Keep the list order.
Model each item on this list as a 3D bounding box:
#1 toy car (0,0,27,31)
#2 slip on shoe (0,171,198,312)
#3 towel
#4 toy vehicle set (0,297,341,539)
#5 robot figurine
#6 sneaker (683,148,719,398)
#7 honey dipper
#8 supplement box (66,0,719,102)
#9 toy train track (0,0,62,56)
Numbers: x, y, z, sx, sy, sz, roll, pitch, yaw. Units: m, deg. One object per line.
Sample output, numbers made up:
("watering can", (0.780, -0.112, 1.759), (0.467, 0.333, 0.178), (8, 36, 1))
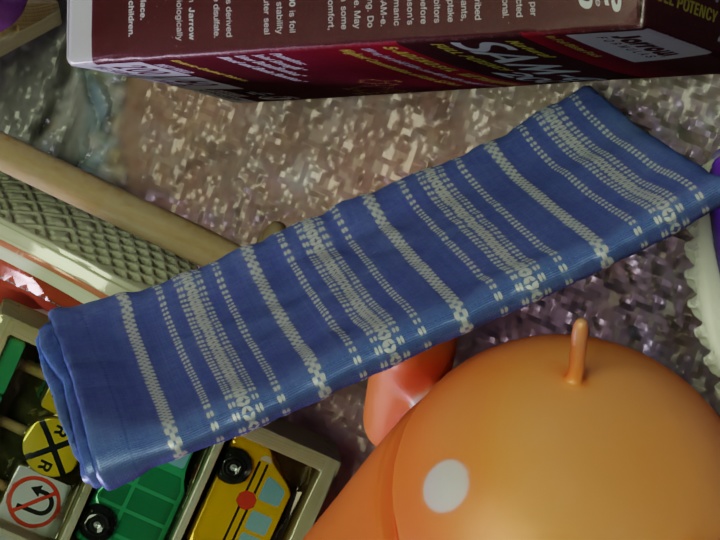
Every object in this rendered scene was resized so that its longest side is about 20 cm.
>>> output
("toy car", (-0.164, -0.142, 0.931), (0.199, 0.175, 0.151), (-21, 98, 15))
("slip on shoe", (-0.138, -0.008, 0.996), (0.199, 0.074, 0.062), (16, 108, 31))
("towel", (0.000, 0.000, 0.843), (0.199, 0.145, 0.024), (-24, 106, -4))
("toy vehicle set", (-0.103, 0.125, 0.952), (0.124, 0.027, 0.201), (23, 100, -8))
("robot figurine", (0.043, 0.092, 0.839), (0.200, 0.116, 0.145), (128, 157, -52))
("sneaker", (0.168, 0.047, 0.832), (0.099, 0.070, 0.201), (-24, 80, 18))
("honey dipper", (-0.085, -0.022, 0.923), (0.199, 0.038, 0.038), (24, 100, -8))
("supplement box", (0.019, -0.091, 0.892), (0.199, 0.109, 0.061), (-2, 86, 29))
("toy train track", (-0.194, -0.058, 0.975), (0.199, 0.033, 0.115), (-30, 50, -21))
